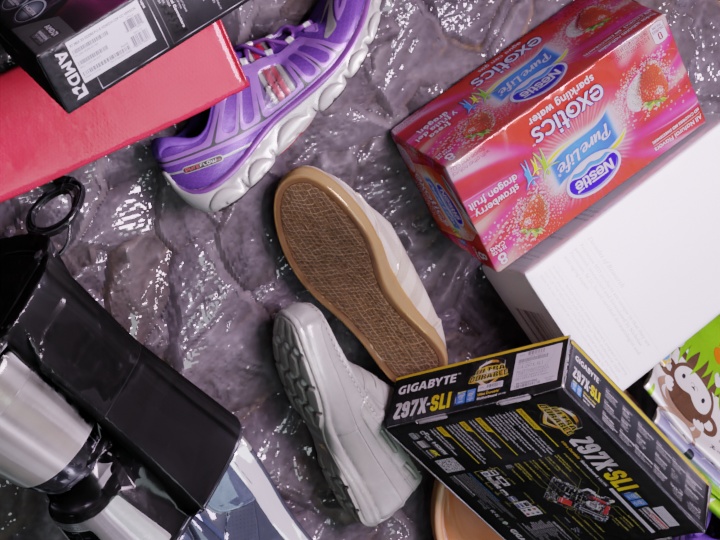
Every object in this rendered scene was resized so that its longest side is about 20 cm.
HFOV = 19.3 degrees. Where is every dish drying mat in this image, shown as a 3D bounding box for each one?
[{"bbox_3d":[-0.177,-0.113,1.394,0.199,0.018,0.077,-25,103,-3],"label":"dish drying mat"}]

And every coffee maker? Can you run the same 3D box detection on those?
[{"bbox_3d":[-0.178,0.078,1.420,0.192,0.135,0.200,-49,121,-4],"label":"coffee maker"}]

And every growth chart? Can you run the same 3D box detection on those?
[{"bbox_3d":[0.272,0.096,1.643,0.144,0.018,0.201,36,51,-21],"label":"growth chart"}]

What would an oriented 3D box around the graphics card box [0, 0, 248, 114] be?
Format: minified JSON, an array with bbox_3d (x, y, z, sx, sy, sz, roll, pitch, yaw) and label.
[{"bbox_3d":[-0.134,-0.189,1.348,0.199,0.125,0.051,-34,127,-10],"label":"graphics card box"}]

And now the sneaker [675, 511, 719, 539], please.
[{"bbox_3d":[0.291,0.202,1.703,0.199,0.083,0.081,10,100,-53],"label":"sneaker"}]

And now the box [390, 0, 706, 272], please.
[{"bbox_3d":[0.137,-0.104,1.532,0.199,0.095,0.100,-35,121,-11],"label":"box"}]

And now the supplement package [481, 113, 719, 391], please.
[{"bbox_3d":[0.212,-0.014,1.575,0.199,0.117,0.118,-37,100,-8],"label":"supplement package"}]

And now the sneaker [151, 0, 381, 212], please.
[{"bbox_3d":[-0.062,-0.132,1.438,0.083,0.081,0.200,43,82,-16],"label":"sneaker"}]

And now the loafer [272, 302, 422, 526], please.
[{"bbox_3d":[-0.008,0.098,1.558,0.070,0.070,0.201,-34,128,-17],"label":"loafer"}]

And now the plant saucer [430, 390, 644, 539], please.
[{"bbox_3d":[0.141,0.168,1.673,0.199,0.037,0.202,-9,113,-22],"label":"plant saucer"}]

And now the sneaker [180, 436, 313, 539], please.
[{"bbox_3d":[-0.102,0.228,1.543,0.146,0.077,0.203,-42,112,-19],"label":"sneaker"}]

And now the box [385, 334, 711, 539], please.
[{"bbox_3d":[0.138,0.135,1.547,0.200,0.159,0.050,44,44,-34],"label":"box"}]

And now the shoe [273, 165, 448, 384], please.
[{"bbox_3d":[0.000,0.000,1.536,0.070,0.054,0.201,-22,119,21],"label":"shoe"}]
